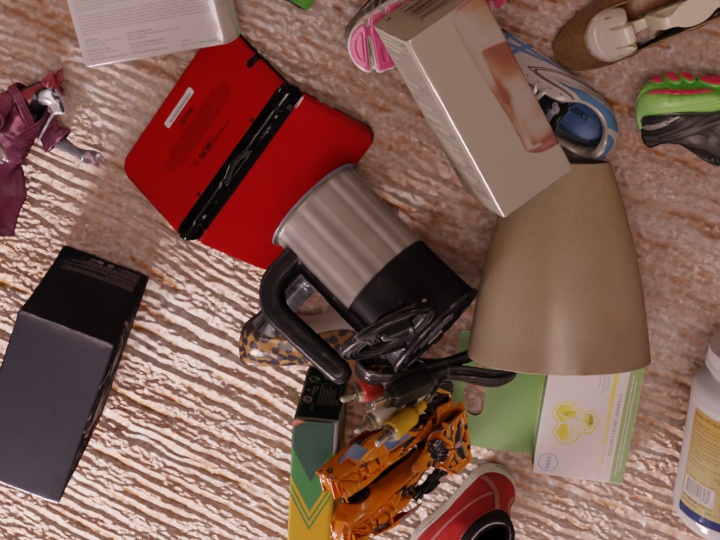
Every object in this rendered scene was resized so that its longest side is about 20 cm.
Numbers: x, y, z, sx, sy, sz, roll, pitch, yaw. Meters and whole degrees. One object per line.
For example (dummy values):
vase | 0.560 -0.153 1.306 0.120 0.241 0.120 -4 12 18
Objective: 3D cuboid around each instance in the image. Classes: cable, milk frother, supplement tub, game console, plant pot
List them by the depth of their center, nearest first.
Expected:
milk frother | 0.000 0.000 1.415 0.180 0.200 0.188 -41 79 -22
plant pot | 0.203 -0.011 1.460 0.186 0.187 0.202 1 97 4
game console | -0.119 -0.126 1.513 0.172 0.118 0.200 46 111 20
cable | 0.070 0.115 1.517 0.199 0.097 0.051 -18 143 -31
supplement tub | 0.412 0.176 1.517 0.143 0.145 0.201 5 112 3

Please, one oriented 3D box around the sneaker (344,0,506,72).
sneaker | 0.064 -0.265 1.415 0.199 0.087 0.074 -34 113 -7

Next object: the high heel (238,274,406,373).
high heel | -0.031 0.098 1.575 0.200 0.072 0.143 38 121 -12

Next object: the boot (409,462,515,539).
boot | 0.104 0.324 1.603 0.072 0.144 0.201 30 112 -9

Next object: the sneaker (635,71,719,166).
sneaker | 0.373 -0.148 1.442 0.198 0.077 0.084 7 129 5

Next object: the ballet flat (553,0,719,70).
ballet flat | 0.283 -0.243 1.402 0.199 0.072 0.068 -18 109 12

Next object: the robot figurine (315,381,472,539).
robot figurine | 0.046 0.206 1.540 0.199 0.058 0.146 -32 129 -28

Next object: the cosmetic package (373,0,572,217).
cosmetic package | 0.106 -0.164 1.357 0.087 0.103 0.201 -34 116 -6

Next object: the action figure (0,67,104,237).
action figure | -0.369 -0.133 1.508 0.149 0.134 0.201 41 100 34

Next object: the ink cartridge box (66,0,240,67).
ink cartridge box | -0.220 -0.311 1.421 0.160 0.050 0.201 -6 109 19

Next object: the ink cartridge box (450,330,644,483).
ink cartridge box | 0.199 0.150 1.579 0.198 0.048 0.147 7 113 0

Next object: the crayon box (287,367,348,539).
crayon box | -0.047 0.224 1.585 0.050 0.127 0.201 4 111 4

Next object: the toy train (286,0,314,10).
toy train | -0.119 -0.326 1.424 0.199 0.042 0.057 30 121 -7

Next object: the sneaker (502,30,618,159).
sneaker | 0.172 -0.178 1.439 0.199 0.073 0.072 29 113 -5

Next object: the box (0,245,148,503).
box | -0.318 0.107 1.533 0.103 0.182 0.201 21 112 -4
